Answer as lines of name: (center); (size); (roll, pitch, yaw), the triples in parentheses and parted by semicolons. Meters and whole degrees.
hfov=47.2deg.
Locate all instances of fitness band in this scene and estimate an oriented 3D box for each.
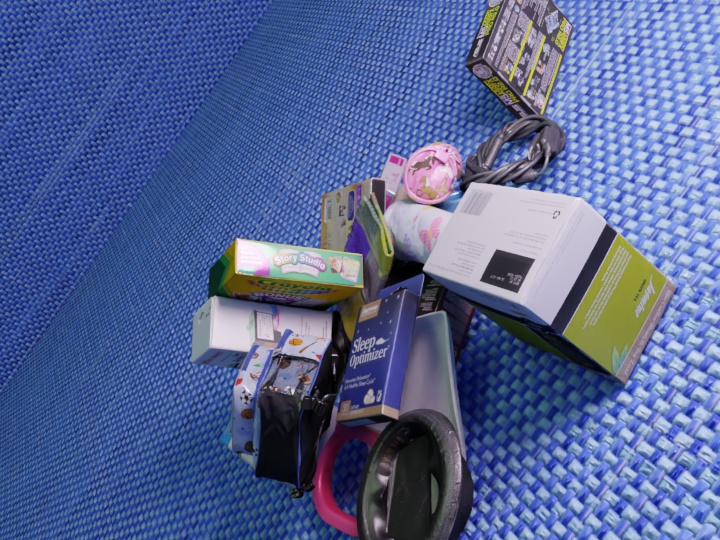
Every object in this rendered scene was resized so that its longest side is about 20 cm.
fitness band: (-0.007, 0.291, 1.151); (0.199, 0.037, 0.146); (0, 76, 58)

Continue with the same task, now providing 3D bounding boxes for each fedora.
fedora: (0.081, 0.277, 1.007); (0.199, 0.091, 0.204); (-33, 45, 39)

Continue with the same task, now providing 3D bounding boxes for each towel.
towel: (0.000, 0.000, 1.264); (0.202, 0.022, 0.145); (113, 149, -42)

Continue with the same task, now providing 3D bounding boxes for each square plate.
square plate: (0.069, 0.168, 1.131); (0.199, 0.028, 0.202); (-17, 78, 51)

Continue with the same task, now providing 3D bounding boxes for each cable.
cable: (0.229, -0.173, 1.247); (0.161, 0.051, 0.201); (-23, 23, 29)

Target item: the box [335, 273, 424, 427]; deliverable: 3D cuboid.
box: (0.026, 0.104, 1.104); (0.121, 0.032, 0.203); (-25, 47, 56)

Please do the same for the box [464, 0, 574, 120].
box: (0.261, -0.365, 1.335); (0.044, 0.159, 0.203); (-6, 55, 51)

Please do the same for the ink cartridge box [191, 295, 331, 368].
ink cartridge box: (-0.162, 0.109, 1.326); (0.145, 0.196, 0.086); (146, 130, -62)

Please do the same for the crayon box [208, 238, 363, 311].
crayon box: (-0.117, 0.012, 1.258); (0.172, 0.196, 0.059); (149, 124, -63)

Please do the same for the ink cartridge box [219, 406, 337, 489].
ink cartridge box: (-0.135, 0.259, 1.367); (0.199, 0.084, 0.148); (11, 69, 59)

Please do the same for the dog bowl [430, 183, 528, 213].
dog bowl: (0.178, -0.092, 1.226); (0.110, 0.050, 0.199); (-21, 12, -28)

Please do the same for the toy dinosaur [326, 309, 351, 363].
toy dinosaur: (-0.042, 0.135, 1.389); (0.103, 0.076, 0.203); (128, 145, -48)

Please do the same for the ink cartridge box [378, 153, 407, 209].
ink cartridge box: (0.023, -0.089, 1.429); (0.120, 0.041, 0.202); (-70, 1, -53)

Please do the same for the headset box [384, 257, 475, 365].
headset box: (0.096, 0.057, 1.234); (0.148, 0.077, 0.203); (-9, 54, 53)

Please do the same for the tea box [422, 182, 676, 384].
tea box: (0.218, 0.010, 0.971); (0.135, 0.196, 0.199); (-58, 30, -6)

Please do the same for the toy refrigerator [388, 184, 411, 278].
toy refrigerator: (0.078, -0.044, 1.368); (0.069, 0.076, 0.203); (-8, 53, 53)

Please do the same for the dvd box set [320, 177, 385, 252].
dvd box set: (-0.015, -0.066, 1.370); (0.199, 0.029, 0.150); (172, 100, -64)

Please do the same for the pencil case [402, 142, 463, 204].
pencil case: (0.114, -0.152, 1.263); (0.085, 0.085, 0.200); (-6, 9, 9)

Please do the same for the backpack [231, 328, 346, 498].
backpack: (-0.101, 0.185, 1.183); (0.191, 0.152, 0.203); (-58, -16, -53)

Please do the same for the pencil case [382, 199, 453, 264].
pencil case: (0.102, -0.044, 1.170); (0.199, 0.082, 0.092); (25, 99, 61)
